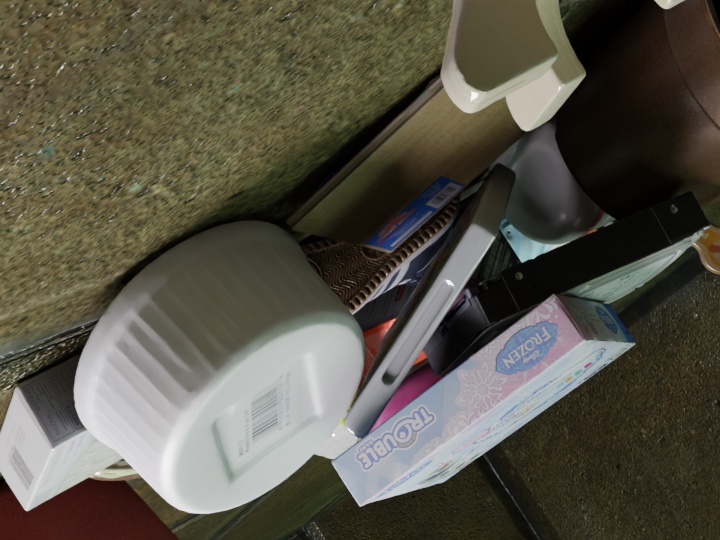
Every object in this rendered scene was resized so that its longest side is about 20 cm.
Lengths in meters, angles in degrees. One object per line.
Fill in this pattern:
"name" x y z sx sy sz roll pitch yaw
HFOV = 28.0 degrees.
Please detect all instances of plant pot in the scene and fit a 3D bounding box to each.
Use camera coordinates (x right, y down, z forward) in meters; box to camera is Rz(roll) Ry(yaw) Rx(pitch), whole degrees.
"plant pot" -0.264 0.273 1.304 0.176 0.200 0.200 -41 171 -18
"plant pot" 0.263 -0.138 1.101 0.200 0.201 0.198 -24 172 -41

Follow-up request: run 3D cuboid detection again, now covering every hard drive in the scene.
"hard drive" 0.152 0.013 1.092 0.199 0.038 0.140 -21 166 -20

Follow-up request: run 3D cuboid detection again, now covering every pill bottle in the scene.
"pill bottle" 0.214 -0.104 1.256 0.199 0.114 0.114 -25 165 -41

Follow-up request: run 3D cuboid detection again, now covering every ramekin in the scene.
"ramekin" -0.090 0.074 1.012 0.200 0.098 0.201 -33 147 -24

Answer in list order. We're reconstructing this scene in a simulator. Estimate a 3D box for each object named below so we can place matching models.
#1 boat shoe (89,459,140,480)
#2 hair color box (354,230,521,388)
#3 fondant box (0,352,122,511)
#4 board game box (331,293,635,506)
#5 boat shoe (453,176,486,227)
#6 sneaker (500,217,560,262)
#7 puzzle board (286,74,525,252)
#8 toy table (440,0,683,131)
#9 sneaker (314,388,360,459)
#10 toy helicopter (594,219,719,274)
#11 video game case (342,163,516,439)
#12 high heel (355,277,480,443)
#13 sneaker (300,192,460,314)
"boat shoe" -0.167 0.123 1.283 0.201 0.075 0.075 -15 125 -40
"hair color box" 0.043 0.040 1.287 0.199 0.061 0.102 -24 -155 31
"fondant box" -0.178 0.096 1.123 0.199 0.058 0.144 -29 167 -31
"board game box" 0.098 0.095 1.073 0.200 0.044 0.199 -38 166 14
"boat shoe" 0.071 -0.016 1.346 0.200 0.061 0.074 -41 169 30
"sneaker" 0.156 -0.049 1.365 0.082 0.074 0.201 20 101 -40
"puzzle board" 0.053 -0.089 1.047 0.200 0.017 0.150 -41 157 19
"toy table" 0.084 -0.156 0.685 0.199 0.118 0.184 -32 168 -16
"sneaker" -0.033 0.091 1.242 0.075 0.106 0.200 -16 152 15
"toy helicopter" 0.293 -0.059 1.438 0.133 0.200 0.079 -51 169 -3
"video game case" 0.055 0.017 1.092 0.183 0.023 0.200 -58 180 18
"high heel" 0.071 0.105 1.185 0.201 0.096 0.067 -58 180 1
"sneaker" 0.000 0.000 1.196 0.199 0.070 0.109 -36 167 -6
